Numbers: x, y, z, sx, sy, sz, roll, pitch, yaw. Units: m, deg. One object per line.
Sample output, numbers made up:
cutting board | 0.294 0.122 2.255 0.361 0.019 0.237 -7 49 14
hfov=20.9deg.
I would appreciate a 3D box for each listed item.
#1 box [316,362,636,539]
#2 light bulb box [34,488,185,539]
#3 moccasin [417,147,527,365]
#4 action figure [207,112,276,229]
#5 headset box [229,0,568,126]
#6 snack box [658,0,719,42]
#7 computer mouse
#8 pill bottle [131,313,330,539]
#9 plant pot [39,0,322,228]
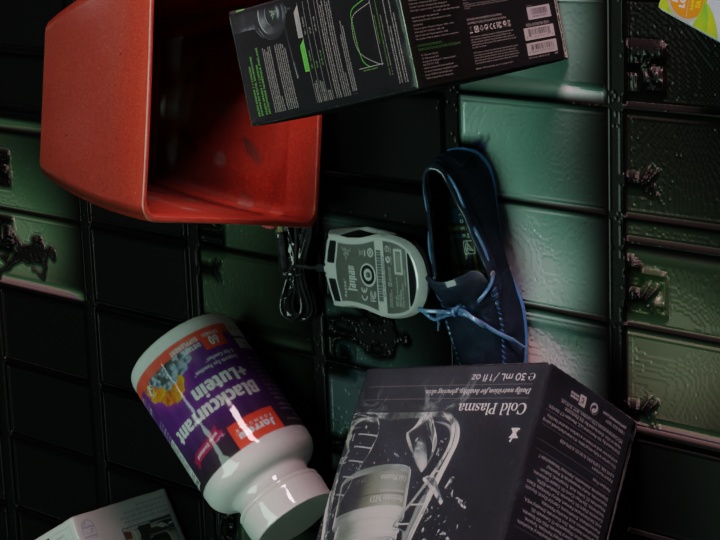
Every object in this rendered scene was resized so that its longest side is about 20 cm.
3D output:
box | 0.083 0.184 1.503 0.199 0.124 0.198 -6 61 45
light bulb box | -0.253 0.352 1.951 0.198 0.124 0.201 -34 75 44
moccasin | 0.077 0.005 1.558 0.080 0.068 0.201 -13 92 36
action figure | -0.127 -0.117 1.758 0.200 0.052 0.065 54 127 18
headset box | 0.023 -0.178 1.496 0.199 0.174 0.093 -8 95 47
snack box | 0.306 -0.197 1.290 0.200 0.053 0.143 37 123 34
computer mouse | 0.000 0.000 1.662 0.199 0.044 0.110 9 106 48
pill bottle | -0.112 0.147 1.762 0.200 0.111 0.112 54 132 21
plant pot | -0.162 -0.142 1.647 0.176 0.199 0.201 4 92 43
